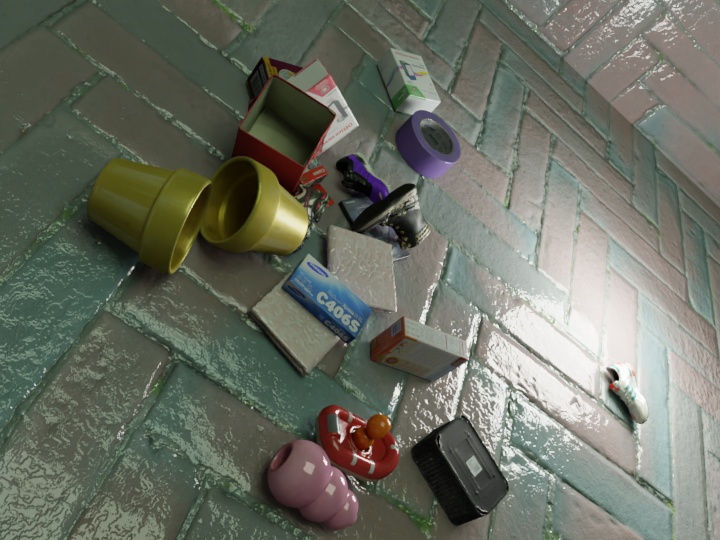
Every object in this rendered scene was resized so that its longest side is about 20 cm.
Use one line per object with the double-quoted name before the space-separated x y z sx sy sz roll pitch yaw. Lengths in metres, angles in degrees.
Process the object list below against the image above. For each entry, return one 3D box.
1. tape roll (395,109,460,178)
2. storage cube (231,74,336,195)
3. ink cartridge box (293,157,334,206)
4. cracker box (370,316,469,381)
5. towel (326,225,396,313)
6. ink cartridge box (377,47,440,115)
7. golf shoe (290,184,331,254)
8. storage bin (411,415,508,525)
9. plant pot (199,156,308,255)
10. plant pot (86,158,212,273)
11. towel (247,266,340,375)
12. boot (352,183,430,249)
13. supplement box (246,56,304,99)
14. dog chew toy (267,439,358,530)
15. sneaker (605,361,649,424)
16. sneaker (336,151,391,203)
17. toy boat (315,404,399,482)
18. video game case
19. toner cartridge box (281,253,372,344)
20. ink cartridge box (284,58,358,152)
"tape roll" 0.212 -0.394 2.171 0.199 0.085 0.202 23 49 -28
"storage cube" -0.186 -0.314 1.647 0.199 0.180 0.172 30 67 -6
"ink cartridge box" -0.144 -0.249 1.784 0.201 0.050 0.109 53 42 4
"cracker box" 0.141 0.190 1.655 0.199 0.134 0.058 24 47 -27
"towel" 0.000 0.000 1.721 0.189 0.032 0.202 16 55 -28
"ink cartridge box" 0.157 -0.614 2.279 0.144 0.087 0.202 2 59 -39
"golf shoe" -0.147 -0.123 1.677 0.088 0.077 0.201 30 50 -5
"storage bin" 0.226 0.450 1.573 0.135 0.094 0.201 -23 76 -47
"plant pot" -0.223 -0.123 1.534 0.188 0.200 0.203 23 46 -47
"plant pot" -0.414 -0.122 1.357 0.187 0.202 0.202 25 45 -4
"towel" -0.133 0.109 1.553 0.191 0.032 0.200 47 41 -2
"boot" 0.087 -0.118 1.829 0.199 0.073 0.151 -37 122 -12
"supplement box" -0.188 -0.470 1.865 0.198 0.103 0.132 3 58 -40
"dog chew toy" -0.082 0.415 1.319 0.200 0.124 0.125 46 41 -16
"sneaker" 0.820 0.382 2.167 0.092 0.070 0.202 1 61 -20
"sneaker" 0.000 -0.235 1.878 0.099 0.070 0.201 -15 54 -35
"toy boat" 0.011 0.339 1.417 0.199 0.130 0.131 34 30 -34
"video game case" 0.039 -0.109 1.868 0.142 0.019 0.201 -16 72 -46
"toner cartridge box" -0.074 0.064 1.574 0.200 0.043 0.095 41 48 -10
"ink cartridge box" -0.112 -0.415 1.792 0.085 0.145 0.200 56 2 35
